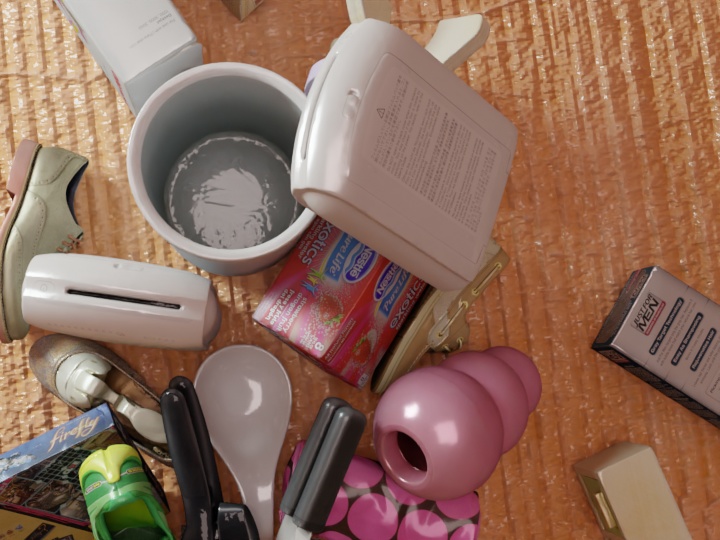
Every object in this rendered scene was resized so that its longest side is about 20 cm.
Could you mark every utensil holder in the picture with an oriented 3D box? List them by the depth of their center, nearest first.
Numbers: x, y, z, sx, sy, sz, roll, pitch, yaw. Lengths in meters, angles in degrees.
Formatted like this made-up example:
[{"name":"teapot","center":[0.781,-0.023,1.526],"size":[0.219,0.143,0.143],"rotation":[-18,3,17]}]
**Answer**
[{"name":"utensil holder","center":[-0.119,-0.083,0.885],"size":[0.169,0.200,0.171],"rotation":[1,85,-7]}]

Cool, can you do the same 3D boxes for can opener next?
[{"name":"can opener","center":[-0.041,0.215,0.867],"size":[0.066,0.053,0.201],"rotation":[16,94,-35]},{"name":"can opener","center":[-0.146,0.193,0.880],"size":[0.078,0.063,0.201],"rotation":[-14,100,0]}]

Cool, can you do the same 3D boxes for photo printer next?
[{"name":"photo printer","center":[0.035,-0.096,0.793],"size":[0.200,0.069,0.167],"rotation":[30,71,-37]},{"name":"photo printer","center":[-0.210,0.032,0.863],"size":[0.166,0.200,0.070],"rotation":[9,83,-7]}]

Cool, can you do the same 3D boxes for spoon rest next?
[{"name":"spoon rest","center":[-0.109,0.172,0.927],"size":[0.099,0.061,0.201],"rotation":[-6,87,-19]}]

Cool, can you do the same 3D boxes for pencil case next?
[{"name":"pencil case","center":[0.018,0.236,0.928],"size":[0.199,0.091,0.094],"rotation":[18,92,-2]}]

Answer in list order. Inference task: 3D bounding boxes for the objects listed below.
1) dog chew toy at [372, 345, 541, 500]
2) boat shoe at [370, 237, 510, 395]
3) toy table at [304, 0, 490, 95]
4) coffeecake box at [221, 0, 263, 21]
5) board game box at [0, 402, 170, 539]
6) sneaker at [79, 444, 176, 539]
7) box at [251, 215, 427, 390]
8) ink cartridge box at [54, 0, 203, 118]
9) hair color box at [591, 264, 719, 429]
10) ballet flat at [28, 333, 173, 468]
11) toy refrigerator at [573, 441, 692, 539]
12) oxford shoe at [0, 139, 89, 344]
[{"name":"dog chew toy","center":[0.104,0.134,0.916],"size":[0.200,0.124,0.125],"rotation":[-27,87,-42]},{"name":"boat shoe","center":[0.083,0.049,0.959],"size":[0.066,0.074,0.200],"rotation":[33,87,-6]},{"name":"toy table","center":[0.034,-0.185,0.938],"size":[0.183,0.200,0.118],"rotation":[6,70,27]},{"name":"coffeecake box","center":[-0.105,-0.388,0.981],"size":[0.200,0.073,0.154],"rotation":[-44,90,-9]},{"name":"board game box","center":[-0.294,0.220,0.877],"size":[0.199,0.035,0.136],"rotation":[-26,130,-9]},{"name":"sneaker","center":[-0.207,0.249,0.863],"size":[0.074,0.084,0.201],"rotation":[-21,129,-13]},{"name":"box","center":[0.000,0.000,0.925],"size":[0.095,0.100,0.200],"rotation":[27,79,33]},{"name":"ink cartridge box","center":[-0.240,-0.258,0.916],"size":[0.085,0.145,0.200],"rotation":[-36,89,-9]},{"name":"hair color box","center":[0.355,0.090,0.993],"size":[0.200,0.061,0.100],"rotation":[33,81,-3]},{"name":"ballet flat","center":[-0.234,0.122,0.917],"size":[0.200,0.067,0.068],"rotation":[31,81,-2]},{"name":"toy refrigerator","center":[0.290,0.281,0.959],"size":[0.070,0.076,0.201],"rotation":[-22,88,-8]},{"name":"oxford shoe","center":[-0.310,-0.026,0.923],"size":[0.074,0.071,0.201],"rotation":[8,83,-9]}]
